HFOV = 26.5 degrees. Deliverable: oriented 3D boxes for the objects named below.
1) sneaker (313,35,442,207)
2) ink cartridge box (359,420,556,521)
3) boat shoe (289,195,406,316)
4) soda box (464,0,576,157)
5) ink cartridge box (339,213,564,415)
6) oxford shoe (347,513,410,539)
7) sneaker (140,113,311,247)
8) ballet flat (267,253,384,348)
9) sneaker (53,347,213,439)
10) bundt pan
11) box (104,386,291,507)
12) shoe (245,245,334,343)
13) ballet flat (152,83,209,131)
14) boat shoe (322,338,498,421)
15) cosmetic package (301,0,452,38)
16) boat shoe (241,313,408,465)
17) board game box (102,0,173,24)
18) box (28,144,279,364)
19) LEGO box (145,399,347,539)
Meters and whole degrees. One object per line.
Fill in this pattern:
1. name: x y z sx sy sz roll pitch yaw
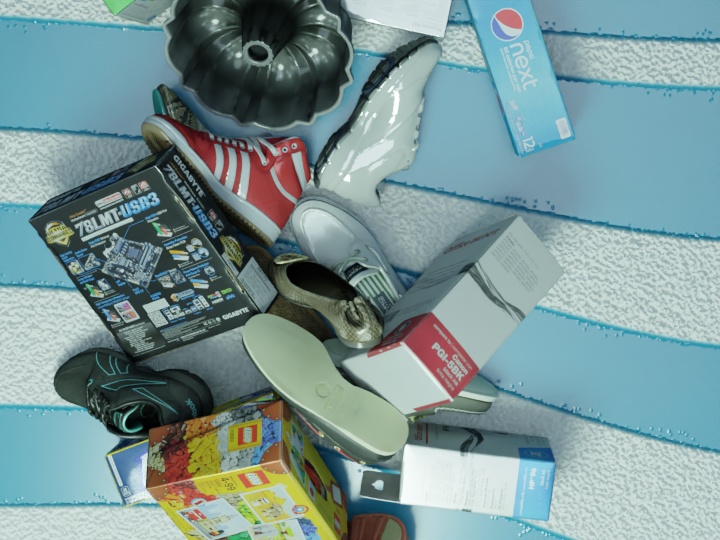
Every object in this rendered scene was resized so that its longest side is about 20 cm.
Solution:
1. sneaker: 0.031 -0.158 1.628 0.087 0.075 0.200 31 105 -13
2. ink cartridge box: 0.102 0.210 1.639 0.199 0.116 0.068 7 97 1
3. boat shoe: 0.000 0.000 1.642 0.074 0.067 0.200 -44 93 7
4. soda box: 0.163 -0.223 1.604 0.064 0.068 0.200 -18 96 4
5. ink cartridge box: 0.094 0.048 1.561 0.083 0.147 0.200 49 63 -9
6. oxford shoe: -0.039 0.309 1.684 0.199 0.075 0.071 1 55 20
7. sneaker: -0.133 -0.125 1.598 0.200 0.071 0.113 43 74 -34
8. ballet flat: -0.036 0.019 1.559 0.067 0.200 0.046 -17 120 -22
9. sneaker: -0.257 0.134 1.637 0.200 0.079 0.076 5 119 29
10. bundt pan: -0.099 -0.244 1.576 0.201 0.076 0.202 6 134 7
11. box: -0.172 0.190 1.673 0.200 0.070 0.064 -21 94 5
12. shoe: -0.083 0.061 1.667 0.070 0.053 0.200 -34 100 -27
13. ballet flat: -0.183 -0.102 1.647 0.075 0.068 0.201 -5 103 -18
14. boat shoe: 0.048 0.126 1.649 0.201 0.072 0.060 14 107 -12
15. cosmetic package: -0.001 -0.304 1.611 0.199 0.051 0.083 13 96 2
16. boat shoe: -0.044 0.125 1.554 0.201 0.063 0.074 39 57 -2
17. board game box: -0.169 -0.331 1.566 0.200 0.153 0.040 -36 92 6
18. box: -0.216 -0.012 1.594 0.200 0.050 0.199 -20 113 35
19. LEGO box: -0.114 0.231 1.592 0.149 0.077 0.200 -13 139 13
